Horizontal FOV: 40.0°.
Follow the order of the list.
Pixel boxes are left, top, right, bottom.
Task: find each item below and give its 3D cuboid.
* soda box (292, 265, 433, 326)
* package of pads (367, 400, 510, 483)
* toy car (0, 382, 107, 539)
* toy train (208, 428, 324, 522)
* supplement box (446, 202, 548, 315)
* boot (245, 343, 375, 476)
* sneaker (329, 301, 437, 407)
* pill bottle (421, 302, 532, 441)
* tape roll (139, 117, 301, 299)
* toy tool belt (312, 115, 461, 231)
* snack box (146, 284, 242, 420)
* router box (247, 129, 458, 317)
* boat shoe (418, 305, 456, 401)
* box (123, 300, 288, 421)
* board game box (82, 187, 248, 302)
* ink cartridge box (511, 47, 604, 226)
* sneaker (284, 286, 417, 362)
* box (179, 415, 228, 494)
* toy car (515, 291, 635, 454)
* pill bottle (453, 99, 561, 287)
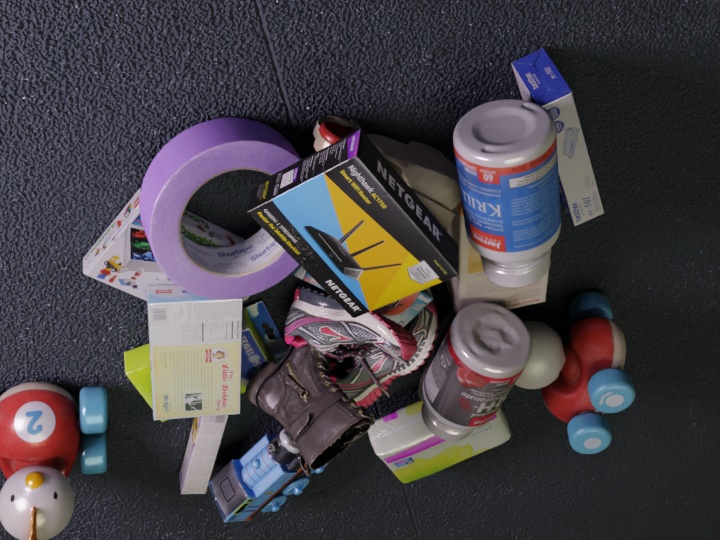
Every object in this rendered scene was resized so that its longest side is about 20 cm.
[{"bbox_3d":[0.000,0.000,1.261,0.199,0.069,0.064,27,120,-37],"label":"soda box"},{"bbox_3d":[0.126,0.249,1.524,0.198,0.069,0.155,-24,148,6],"label":"package of pads"},{"bbox_3d":[-0.421,0.269,1.284,0.182,0.201,0.178,-1,133,-17],"label":"toy car"},{"bbox_3d":[-0.132,0.298,1.478,0.200,0.087,0.114,-44,151,24],"label":"toy train"},{"bbox_3d":[0.177,-0.040,1.277,0.125,0.074,0.201,-10,135,-7],"label":"supplement box"},{"bbox_3d":[-0.041,0.155,1.294,0.200,0.174,0.069,-46,139,-12],"label":"boot"},{"bbox_3d":[0.031,0.112,1.365,0.074,0.081,0.200,32,116,-27],"label":"sneaker"},{"bbox_3d":[0.147,0.144,1.328,0.109,0.112,0.201,0,141,-17],"label":"pill bottle"},{"bbox_3d":[-0.147,-0.068,1.125,0.198,0.066,0.202,-13,126,-18],"label":"tape roll"},{"bbox_3d":[0.019,-0.087,1.150,0.198,0.125,0.124,14,119,-27],"label":"toy tool belt"},{"bbox_3d":[-0.209,0.105,1.256,0.115,0.037,0.202,-2,128,-12],"label":"snack box"},{"bbox_3d":[-0.005,-0.045,1.086,0.148,0.051,0.200,-24,129,28],"label":"router box"},{"bbox_3d":[0.136,0.103,1.418,0.074,0.065,0.203,15,123,-9],"label":"boat shoe"},{"bbox_3d":[-0.202,0.125,1.335,0.198,0.048,0.122,-20,136,3],"label":"box"},{"bbox_3d":[-0.219,-0.008,1.209,0.199,0.035,0.126,28,119,-36],"label":"board game box"},{"bbox_3d":[0.236,-0.154,1.172,0.044,0.094,0.201,-24,135,6],"label":"ink cartridge box"},{"bbox_3d":[-0.012,0.082,1.253,0.080,0.199,0.075,29,79,-48],"label":"sneaker"},{"bbox_3d":[-0.231,0.254,1.454,0.041,0.039,0.201,3,131,-19],"label":"box"},{"bbox_3d":[0.262,0.136,1.411,0.198,0.185,0.178,7,132,-7],"label":"toy car"},{"bbox_3d":[0.169,-0.080,1.110,0.111,0.113,0.201,-16,131,-2],"label":"pill bottle"}]
